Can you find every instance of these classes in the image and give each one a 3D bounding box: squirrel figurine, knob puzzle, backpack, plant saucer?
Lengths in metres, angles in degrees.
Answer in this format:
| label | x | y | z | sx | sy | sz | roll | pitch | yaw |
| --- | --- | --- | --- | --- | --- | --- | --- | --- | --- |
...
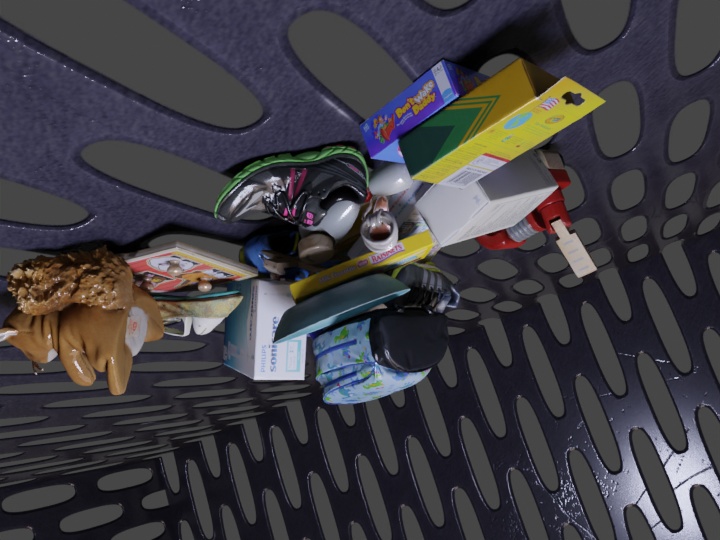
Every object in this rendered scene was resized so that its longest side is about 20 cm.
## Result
| label | x | y | z | sx | sy | sz | roll | pitch | yaw |
| --- | --- | --- | --- | --- | --- | --- | --- | --- | --- |
| squirrel figurine | -0.382 | 0.052 | 0.939 | 0.183 | 0.143 | 0.203 | 4 | 128 | 10 |
| knob puzzle | -0.275 | 0.013 | 1.021 | 0.215 | 0.031 | 0.220 | -4 | 164 | -1 |
| backpack | 0.014 | 0.127 | 1.075 | 0.198 | 0.157 | 0.162 | -3 | 176 | 42 |
| plant saucer | -0.030 | 0.046 | 0.962 | 0.197 | 0.037 | 0.200 | -21 | 174 | -2 |

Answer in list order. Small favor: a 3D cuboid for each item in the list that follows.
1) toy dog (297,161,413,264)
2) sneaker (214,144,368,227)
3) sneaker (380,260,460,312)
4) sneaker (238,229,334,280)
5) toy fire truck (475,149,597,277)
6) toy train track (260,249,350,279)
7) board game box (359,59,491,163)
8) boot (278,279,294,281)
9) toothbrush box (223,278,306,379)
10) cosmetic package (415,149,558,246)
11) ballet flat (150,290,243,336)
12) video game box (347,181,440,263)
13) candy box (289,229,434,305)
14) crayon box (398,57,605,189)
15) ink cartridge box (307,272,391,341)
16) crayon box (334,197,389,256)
| label | x | y | z | sx | sy | sz | roll | pitch | yaw |
| --- | --- | --- | --- | --- | --- | --- | --- | --- | --- |
| toy dog | -0.007 | -0.075 | 0.963 | 0.197 | 0.135 | 0.096 | -4 | 166 | 32 |
| sneaker | -0.079 | -0.092 | 0.867 | 0.197 | 0.085 | 0.077 | -17 | 165 | -11 |
| sneaker | 0.097 | 0.030 | 1.116 | 0.199 | 0.080 | 0.075 | -9 | 129 | -58 |
| sneaker | -0.093 | -0.027 | 1.119 | 0.078 | 0.067 | 0.198 | -29 | 162 | 37 |
| toy fire truck | 0.280 | -0.073 | 1.167 | 0.127 | 0.203 | 0.175 | -5 | 160 | -42 |
| toy train track | -0.069 | -0.002 | 1.036 | 0.113 | 0.033 | 0.199 | 17 | -168 | 30 |
| board game box | 0.113 | -0.180 | 0.876 | 0.134 | 0.045 | 0.198 | -31 | 162 | 36 |
| boot | -0.059 | 0.016 | 1.264 | 0.152 | 0.075 | 0.200 | -9 | -174 | -14 |
| toothbrush box | -0.155 | 0.088 | 1.150 | 0.084 | 0.150 | 0.199 | 4 | 178 | -23 |
| cosmetic package | 0.177 | -0.104 | 0.994 | 0.198 | 0.072 | 0.105 | -15 | 158 | -49 |
| ballet flat | -0.256 | 0.066 | 1.089 | 0.197 | 0.072 | 0.070 | -4 | 174 | 28 |
| video game box | 0.095 | -0.079 | 1.081 | 0.199 | 0.047 | 0.183 | -7 | 140 | -56 |
| candy box | 0.000 | 0.000 | 0.971 | 0.197 | 0.027 | 0.102 | -22 | 170 | -6 |
| crayon box | 0.155 | -0.164 | 0.796 | 0.198 | 0.052 | 0.126 | -29 | 163 | 33 |
| ink cartridge box | -0.013 | 0.059 | 1.197 | 0.200 | 0.077 | 0.136 | -46 | 158 | 14 |
| crayon box | 0.014 | -0.059 | 1.173 | 0.124 | 0.052 | 0.199 | -25 | 165 | 18 |
